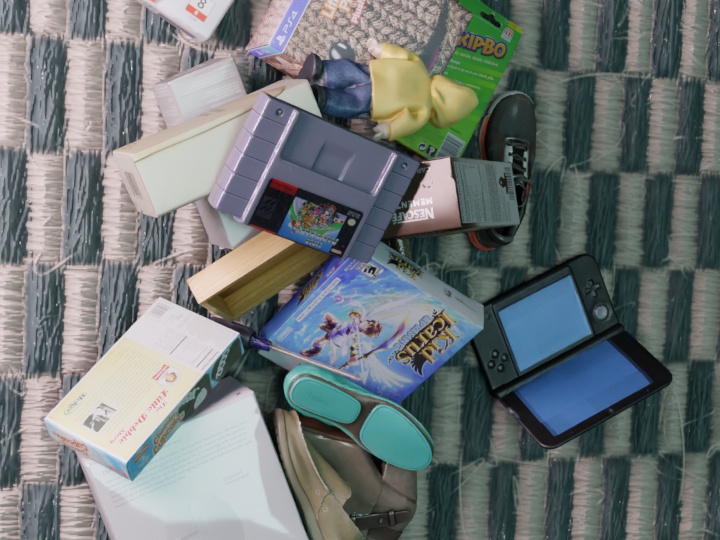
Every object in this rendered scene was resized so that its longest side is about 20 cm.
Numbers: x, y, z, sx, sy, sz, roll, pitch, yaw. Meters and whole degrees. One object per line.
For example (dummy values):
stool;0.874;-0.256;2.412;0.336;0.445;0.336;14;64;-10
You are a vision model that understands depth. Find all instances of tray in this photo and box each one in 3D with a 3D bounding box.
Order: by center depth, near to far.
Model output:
tray;-0.086;-0.019;1.451;0.200;0.099;0.037;-31;70;6

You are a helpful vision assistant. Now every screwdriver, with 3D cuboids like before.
screwdriver;-0.088;0.094;1.489;0.200;0.029;0.028;21;55;16

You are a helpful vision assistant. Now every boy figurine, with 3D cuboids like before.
boy figurine;0.033;-0.198;1.440;0.200;0.064;0.125;0;68;-24

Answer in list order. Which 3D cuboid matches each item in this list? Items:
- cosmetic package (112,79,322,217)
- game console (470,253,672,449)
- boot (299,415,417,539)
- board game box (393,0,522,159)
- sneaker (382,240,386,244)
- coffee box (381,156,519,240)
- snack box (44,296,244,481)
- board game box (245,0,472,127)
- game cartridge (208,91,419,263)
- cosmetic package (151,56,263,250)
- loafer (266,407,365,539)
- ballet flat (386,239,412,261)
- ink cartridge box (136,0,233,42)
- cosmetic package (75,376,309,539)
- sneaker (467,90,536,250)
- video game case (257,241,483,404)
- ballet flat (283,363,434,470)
cosmetic package;-0.144;-0.128;1.353;0.200;0.104;0.073;-27;105;-18
game console;0.258;0.096;1.629;0.200;0.118;0.171;-26;104;-17
boot;-0.024;0.260;1.571;0.200;0.070;0.146;14;100;-11
board game box;0.115;-0.228;1.593;0.095;0.030;0.200;29;88;-21
sneaker;0.000;0.000;1.539;0.080;0.086;0.200;-22;102;-16
coffee box;0.093;-0.081;1.489;0.200;0.114;0.080;-6;88;-64
snack box;-0.231;0.124;1.418;0.200;0.116;0.037;-50;149;-33
board game box;-0.001;-0.276;1.507;0.200;0.097;0.160;28;85;-21
game cartridge;-0.045;-0.088;1.339;0.200;0.038;0.130;19;99;-35
cosmetic package;-0.154;-0.129;1.460;0.090;0.107;0.200;-26;105;-16
loafer;-0.051;0.243;1.501;0.067;0.076;0.200;-22;104;-14
ballet flat;0.052;-0.027;1.570;0.046;0.067;0.200;-20;96;-9
ink cartridge box;-0.189;-0.380;1.453;0.162;0.050;0.200;32;87;-20
cosmetic package;-0.190;0.253;1.473;0.199;0.123;0.200;-22;103;-16
sneaker;0.188;-0.120;1.600;0.077;0.082;0.200;8;93;-21
video game case;0.011;0.068;1.512;0.181;0.045;0.200;31;124;-21
ballet flat;0.000;0.162;1.517;0.200;0.070;0.067;30;103;-15
